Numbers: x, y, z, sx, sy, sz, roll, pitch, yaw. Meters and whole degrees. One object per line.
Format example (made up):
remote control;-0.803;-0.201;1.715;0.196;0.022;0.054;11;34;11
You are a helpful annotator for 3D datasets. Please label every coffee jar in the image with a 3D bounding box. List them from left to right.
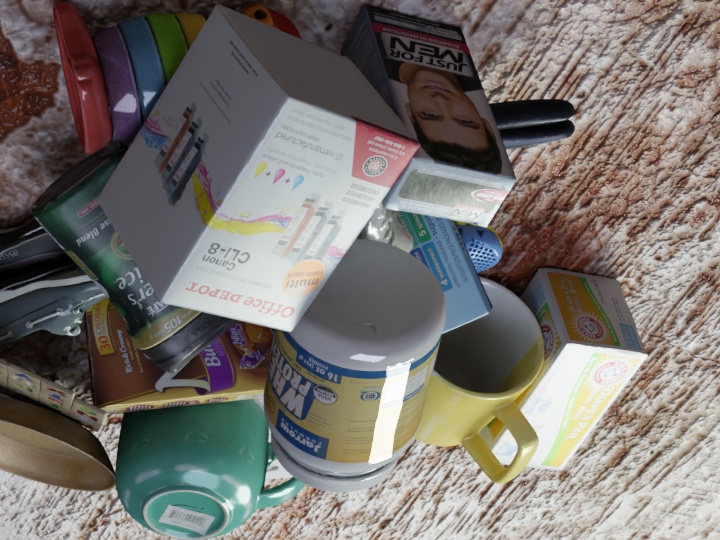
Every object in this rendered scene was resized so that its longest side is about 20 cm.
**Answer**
coffee jar;-0.197;-0.009;1.502;0.104;0.085;0.200;-40;108;-10

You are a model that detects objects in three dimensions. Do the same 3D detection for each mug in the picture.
mug;-0.157;0.198;1.687;0.185;0.115;0.152;-15;134;17
mug;0.095;0.122;1.730;0.149;0.187;0.153;10;142;-14

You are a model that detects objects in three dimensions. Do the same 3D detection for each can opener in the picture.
can opener;0.096;-0.125;1.515;0.200;0.079;0.063;-6;156;-3

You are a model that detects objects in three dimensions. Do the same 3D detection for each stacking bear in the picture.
stacking bear;-0.143;-0.170;1.397;0.200;0.122;0.114;-13;137;-12

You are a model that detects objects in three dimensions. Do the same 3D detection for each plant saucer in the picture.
plant saucer;-0.340;0.173;1.716;0.200;0.035;0.200;14;156;6

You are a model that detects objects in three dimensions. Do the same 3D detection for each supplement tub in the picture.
supplement tub;-0.009;0.087;1.473;0.144;0.145;0.200;-2;135;-13

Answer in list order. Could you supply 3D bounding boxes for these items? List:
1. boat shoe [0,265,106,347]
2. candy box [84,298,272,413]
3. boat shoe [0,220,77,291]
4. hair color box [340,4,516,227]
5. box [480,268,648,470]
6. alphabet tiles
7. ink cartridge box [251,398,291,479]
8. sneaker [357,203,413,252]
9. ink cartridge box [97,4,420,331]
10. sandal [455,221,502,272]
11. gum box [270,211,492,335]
boat shoe;-0.288;0.033;1.587;0.200;0.073;0.062;-14;102;10
candy box;-0.167;0.073;1.637;0.200;0.117;0.056;-6;169;-9
boat shoe;-0.289;-0.019;1.553;0.200;0.057;0.067;-18;137;4
hair color box;0.054;-0.133;1.415;0.099;0.200;0.061;9;133;-25
box;0.204;0.108;1.785;0.101;0.113;0.200;9;132;-24
alphabet tiles;-0.326;0.114;1.620;0.166;0.006;0.200;25;164;-6
ink cartridge box;-0.108;0.137;1.765;0.116;0.067;0.200;-4;137;-9
sneaker;0.004;-0.049;1.491;0.099;0.078;0.200;11;143;-7
ink cartridge box;-0.085;-0.077;1.337;0.145;0.145;0.200;15;118;-42
sandal;0.047;0.008;1.655;0.200;0.087;0.080;-17;137;0
gum box;0.000;0.000;1.584;0.200;0.170;0.045;-23;-178;11
